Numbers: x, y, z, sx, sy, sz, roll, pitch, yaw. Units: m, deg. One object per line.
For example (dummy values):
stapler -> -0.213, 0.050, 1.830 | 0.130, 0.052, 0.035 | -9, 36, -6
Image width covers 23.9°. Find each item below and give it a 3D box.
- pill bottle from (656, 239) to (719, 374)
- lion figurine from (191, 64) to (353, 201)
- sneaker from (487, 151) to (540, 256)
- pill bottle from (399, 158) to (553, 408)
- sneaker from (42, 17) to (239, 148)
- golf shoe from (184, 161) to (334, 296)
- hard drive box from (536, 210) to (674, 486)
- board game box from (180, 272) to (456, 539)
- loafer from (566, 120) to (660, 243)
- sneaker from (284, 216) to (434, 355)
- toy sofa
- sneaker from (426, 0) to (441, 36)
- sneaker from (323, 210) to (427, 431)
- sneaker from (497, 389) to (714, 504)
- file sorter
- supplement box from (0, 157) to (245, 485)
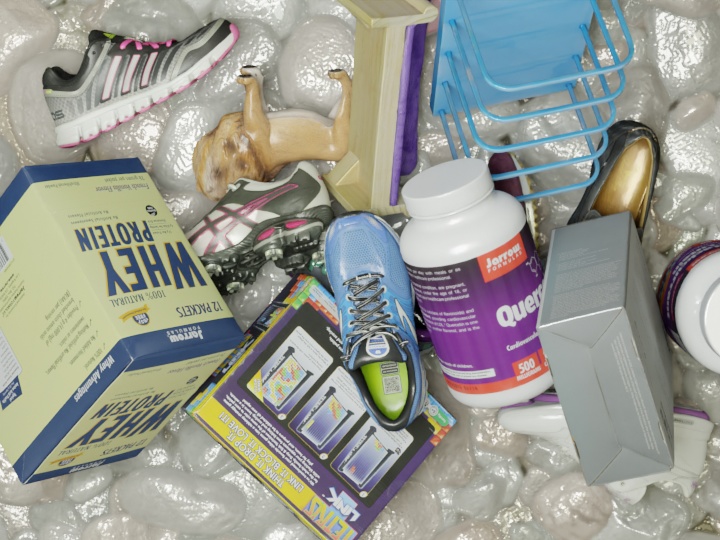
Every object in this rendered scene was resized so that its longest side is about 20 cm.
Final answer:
pill bottle -> 0.326, 0.033, 1.493 | 0.111, 0.200, 0.112 | 0, 94, 2
lion figurine -> -0.057, -0.127, 1.563 | 0.199, 0.073, 0.123 | -3, 110, -3
sneaker -> 0.117, -0.010, 1.562 | 0.089, 0.075, 0.201 | -5, 93, -2
pill bottle -> 0.102, 0.010, 1.462 | 0.112, 0.113, 0.201 | -19, 112, 4
sneaker -> -0.209, -0.191, 1.562 | 0.199, 0.074, 0.088 | -27, 99, 9
golf shoe -> -0.115, -0.031, 1.543 | 0.199, 0.077, 0.089 | -15, 65, 16
hard drive box -> 0.214, 0.063, 1.456 | 0.076, 0.200, 0.157 | -13, 111, 16
board game box -> -0.036, 0.130, 1.543 | 0.165, 0.057, 0.200 | -47, 108, -10
loafer -> 0.226, -0.039, 1.556 | 0.072, 0.072, 0.201 | 11, 96, 0
sneaker -> 0.000, 0.000, 1.555 | 0.200, 0.088, 0.075 | 35, 78, -3
toy sofa -> 0.028, -0.152, 1.503 | 0.097, 0.083, 0.201 | -9, 122, -24
sneaker -> 0.055, -0.314, 1.542 | 0.104, 0.075, 0.201 | -16, 98, 4
sneaker -> 0.018, 0.046, 1.470 | 0.078, 0.089, 0.201 | -15, 99, 3
sneaker -> 0.224, 0.163, 1.569 | 0.199, 0.075, 0.100 | 8, 93, 2
file sorter -> 0.147, -0.161, 1.459 | 0.138, 0.200, 0.123 | -13, 63, -8
supplement box -> -0.243, 0.043, 1.484 | 0.200, 0.134, 0.200 | -46, 67, 35
